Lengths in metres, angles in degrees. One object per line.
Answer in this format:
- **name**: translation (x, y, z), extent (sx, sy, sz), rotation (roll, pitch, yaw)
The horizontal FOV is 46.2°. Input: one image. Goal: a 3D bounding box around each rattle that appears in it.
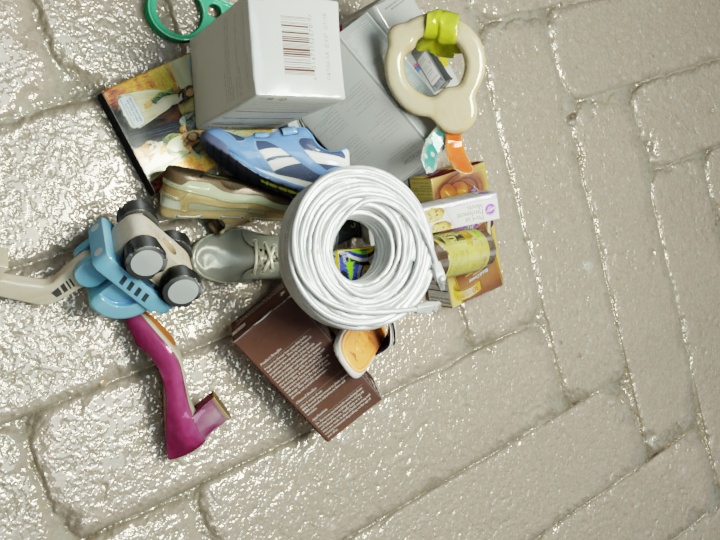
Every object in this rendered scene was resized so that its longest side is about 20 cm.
- **rattle**: translation (0.101, -0.224, 1.087), extent (0.130, 0.143, 0.200), rotation (-21, 100, -7)

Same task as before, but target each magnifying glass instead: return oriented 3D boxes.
- **magnifying glass**: translation (-0.189, -0.345, 1.126), extent (0.200, 0.022, 0.080), rotation (-10, 93, -32)

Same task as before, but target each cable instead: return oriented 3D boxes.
- **cable**: translation (-0.003, -0.027, 1.031), extent (0.199, 0.069, 0.201), rotation (-14, 96, -25)

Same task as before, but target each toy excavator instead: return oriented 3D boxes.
- **toy excavator**: translation (-0.315, 0.006, 0.986), extent (0.200, 0.100, 0.194), rotation (-37, 133, 7)

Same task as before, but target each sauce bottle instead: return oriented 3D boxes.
- **sauce bottle**: translation (0.106, -0.018, 1.172), extent (0.200, 0.065, 0.065), rotation (-11, 94, -43)

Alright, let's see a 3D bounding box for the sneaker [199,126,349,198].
- **sneaker**: translation (-0.105, -0.147, 1.079), extent (0.199, 0.074, 0.082), rotation (19, 81, -10)

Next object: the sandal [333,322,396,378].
- **sandal**: translation (0.019, 0.082, 1.152), extent (0.079, 0.059, 0.207), rotation (56, 20, -12)

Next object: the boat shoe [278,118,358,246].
- **boat shoe**: translation (-0.061, -0.127, 1.153), extent (0.056, 0.069, 0.201), rotation (-17, 84, -22)

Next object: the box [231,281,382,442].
- **box**: translation (-0.072, 0.122, 1.132), extent (0.100, 0.075, 0.200), rotation (-38, 112, 2)

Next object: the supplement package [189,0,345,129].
- **supplement package**: translation (-0.118, -0.245, 1.022), extent (0.117, 0.200, 0.117), rotation (-5, 91, -30)

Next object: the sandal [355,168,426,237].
- **sandal**: translation (0.032, -0.100, 1.248), extent (0.200, 0.043, 0.076), rotation (-25, 108, -40)

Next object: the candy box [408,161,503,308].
- **candy box**: translation (0.148, -0.056, 1.286), extent (0.116, 0.056, 0.201), rotation (-21, 108, -34)

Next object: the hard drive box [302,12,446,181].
- **hard drive box**: translation (0.013, -0.214, 1.140), extent (0.200, 0.156, 0.077), rotation (49, 50, -8)

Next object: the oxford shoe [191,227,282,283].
- **oxford shoe**: translation (-0.129, -0.019, 1.130), extent (0.200, 0.058, 0.075), rotation (3, 88, -30)

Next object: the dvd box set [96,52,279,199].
- **dvd box set**: translation (-0.218, -0.202, 1.097), extent (0.200, 0.029, 0.147), rotation (-32, 105, -28)

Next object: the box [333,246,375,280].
- **box**: translation (0.000, 0.000, 1.157), extent (0.200, 0.070, 0.065), rotation (-6, 93, -57)

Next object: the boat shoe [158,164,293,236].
- **boat shoe**: translation (-0.175, -0.082, 1.098), extent (0.200, 0.072, 0.076), rotation (9, 104, -41)

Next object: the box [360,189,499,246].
- **box**: translation (0.098, -0.076, 1.199), extent (0.199, 0.039, 0.042), rotation (-12, 106, -14)

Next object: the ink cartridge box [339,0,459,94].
- **ink cartridge box**: translation (0.044, -0.274, 1.190), extent (0.086, 0.147, 0.200), rotation (-47, 112, -36)

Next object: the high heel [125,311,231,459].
- **high heel**: translation (-0.256, 0.138, 1.054), extent (0.096, 0.067, 0.200), rotation (-36, 105, -4)
